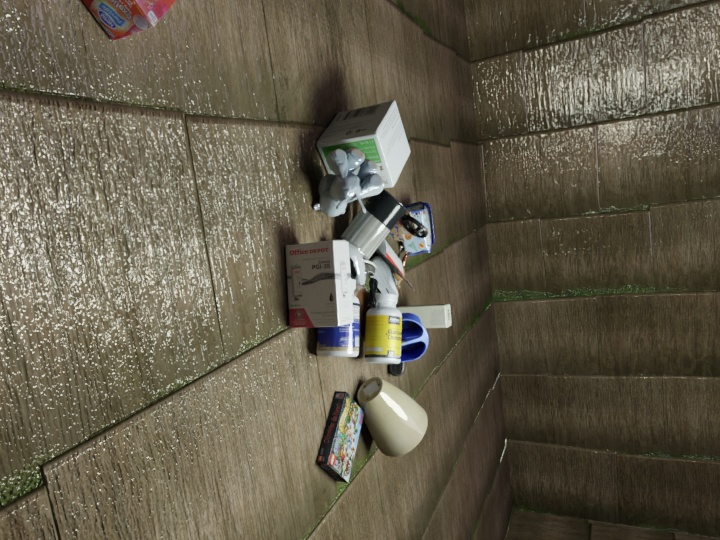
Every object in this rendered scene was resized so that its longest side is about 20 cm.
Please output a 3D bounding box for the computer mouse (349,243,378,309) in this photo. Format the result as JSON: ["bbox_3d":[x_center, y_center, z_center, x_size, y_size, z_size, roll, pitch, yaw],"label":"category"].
[{"bbox_3d":[0.000,0.000,1.434,0.202,0.043,0.110,59,25,-25],"label":"computer mouse"}]

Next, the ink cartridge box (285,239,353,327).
[{"bbox_3d":[-0.102,0.033,1.258,0.082,0.144,0.205,-1,87,-64],"label":"ink cartridge box"}]

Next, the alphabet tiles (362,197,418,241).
[{"bbox_3d":[0.094,-0.160,1.643,0.008,0.198,0.169,-48,133,-27],"label":"alphabet tiles"}]

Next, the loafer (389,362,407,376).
[{"bbox_3d":[0.137,0.272,1.822,0.071,0.071,0.205,41,56,-66],"label":"loafer"}]

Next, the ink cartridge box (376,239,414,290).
[{"bbox_3d":[0.105,-0.040,1.669,0.050,0.200,0.161,-45,143,-2],"label":"ink cartridge box"}]

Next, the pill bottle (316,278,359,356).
[{"bbox_3d":[-0.059,0.125,1.370,0.115,0.113,0.205,19,70,-62],"label":"pill bottle"}]

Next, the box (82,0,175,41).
[{"bbox_3d":[-0.358,-0.483,0.847,0.096,0.098,0.203,57,38,-44],"label":"box"}]

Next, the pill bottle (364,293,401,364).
[{"bbox_3d":[0.069,0.176,1.554,0.112,0.110,0.205,24,66,-61],"label":"pill bottle"}]

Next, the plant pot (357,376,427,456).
[{"bbox_3d":[0.079,0.426,1.577,0.201,0.185,0.189,54,39,-26],"label":"plant pot"}]

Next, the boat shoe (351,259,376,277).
[{"bbox_3d":[-0.018,-0.005,1.526,0.200,0.071,0.062,21,66,-53],"label":"boat shoe"}]

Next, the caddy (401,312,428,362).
[{"bbox_3d":[0.120,0.219,1.653,0.105,0.195,0.145,-61,139,-73],"label":"caddy"}]

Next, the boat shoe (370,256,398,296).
[{"bbox_3d":[0.076,0.016,1.733,0.072,0.071,0.202,-90,163,-45],"label":"boat shoe"}]

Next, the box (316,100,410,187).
[{"bbox_3d":[0.013,-0.353,1.489,0.173,0.195,0.202,66,34,-35],"label":"box"}]

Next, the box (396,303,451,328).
[{"bbox_3d":[0.222,0.165,1.852,0.068,0.196,0.084,-4,91,-63],"label":"box"}]

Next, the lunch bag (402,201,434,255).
[{"bbox_3d":[0.220,-0.166,1.989,0.200,0.121,0.174,-57,138,-71],"label":"lunch bag"}]

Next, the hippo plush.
[{"bbox_3d":[-0.036,-0.209,1.385,0.156,0.161,0.204,4,66,-27],"label":"hippo plush"}]

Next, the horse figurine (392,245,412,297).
[{"bbox_3d":[0.138,-0.001,1.821,0.201,0.049,0.135,102,1,-68],"label":"horse figurine"}]

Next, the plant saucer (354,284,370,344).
[{"bbox_3d":[-0.002,0.130,1.579,0.199,0.036,0.206,-4,90,-65],"label":"plant saucer"}]

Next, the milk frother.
[{"bbox_3d":[0.073,-0.110,1.526,0.189,0.199,0.180,-51,172,5],"label":"milk frother"}]

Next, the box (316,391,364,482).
[{"bbox_3d":[-0.051,0.459,1.428,0.137,0.037,0.203,59,37,-44],"label":"box"}]
